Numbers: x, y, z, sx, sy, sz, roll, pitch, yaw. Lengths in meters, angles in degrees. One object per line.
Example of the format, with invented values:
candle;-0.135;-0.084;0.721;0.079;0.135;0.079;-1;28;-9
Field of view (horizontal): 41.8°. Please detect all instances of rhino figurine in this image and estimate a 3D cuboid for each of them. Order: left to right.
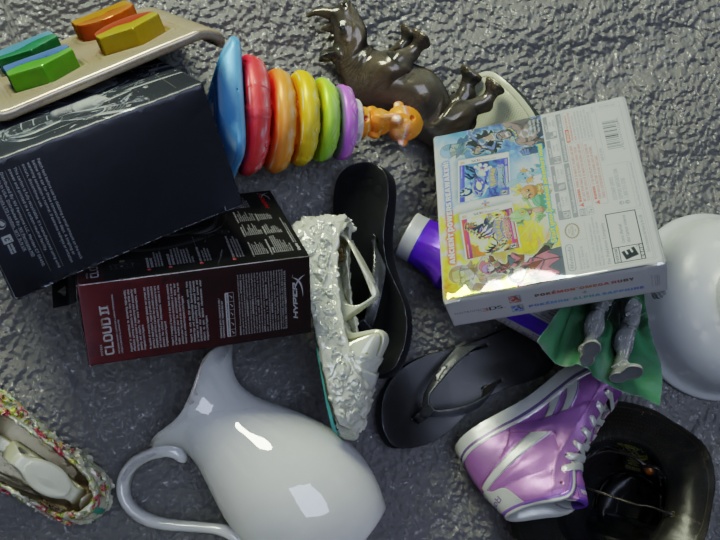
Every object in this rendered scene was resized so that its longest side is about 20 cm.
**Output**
rhino figurine;0.033;-0.193;0.912;0.200;0.060;0.087;32;99;-7

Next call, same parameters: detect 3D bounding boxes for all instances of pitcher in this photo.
pitcher;-0.095;0.189;0.813;0.200;0.121;0.172;40;93;4

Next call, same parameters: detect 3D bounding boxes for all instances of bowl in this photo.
bowl;0.384;0.032;0.961;0.201;0.090;0.201;2;82;-15

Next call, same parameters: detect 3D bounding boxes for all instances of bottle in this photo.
bottle;0.131;0.012;0.894;0.200;0.084;0.065;29;97;7

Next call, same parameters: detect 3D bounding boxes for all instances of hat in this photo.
hat;0.239;0.228;0.891;0.201;0.201;0.081;-43;137;-15

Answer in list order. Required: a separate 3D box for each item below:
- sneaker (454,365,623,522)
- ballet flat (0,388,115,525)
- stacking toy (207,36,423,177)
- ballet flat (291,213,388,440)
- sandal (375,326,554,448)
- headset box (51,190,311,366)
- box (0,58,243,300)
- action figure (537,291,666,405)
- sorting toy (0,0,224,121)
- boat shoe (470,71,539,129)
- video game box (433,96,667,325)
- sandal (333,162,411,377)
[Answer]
sneaker;0.201;0.159;0.875;0.200;0.073;0.114;-34;51;-2
ballet flat;-0.294;0.146;0.785;0.200;0.064;0.076;30;77;-8
stacking toy;-0.038;-0.139;0.865;0.200;0.110;0.116;-1;75;-17
ballet flat;-0.012;0.042;0.803;0.072;0.072;0.200;-11;78;-15
sandal;0.101;0.102;0.902;0.200;0.043;0.076;-28;90;-16
headset box;-0.155;0.001;0.788;0.200;0.149;0.077;-9;117;-16
box;-0.220;-0.089;0.753;0.182;0.200;0.104;-24;118;-17
action figure;0.231;0.012;0.843;0.118;0.055;0.200;30;47;-8
sorting toy;-0.233;-0.184;0.786;0.200;0.185;0.037;-23;118;-18
boat shoe;0.170;-0.110;0.945;0.072;0.068;0.200;-38;81;24
video game box;0.160;-0.055;0.834;0.182;0.047;0.200;-9;51;12
sandal;-0.001;0.000;0.866;0.076;0.043;0.200;-11;80;24
